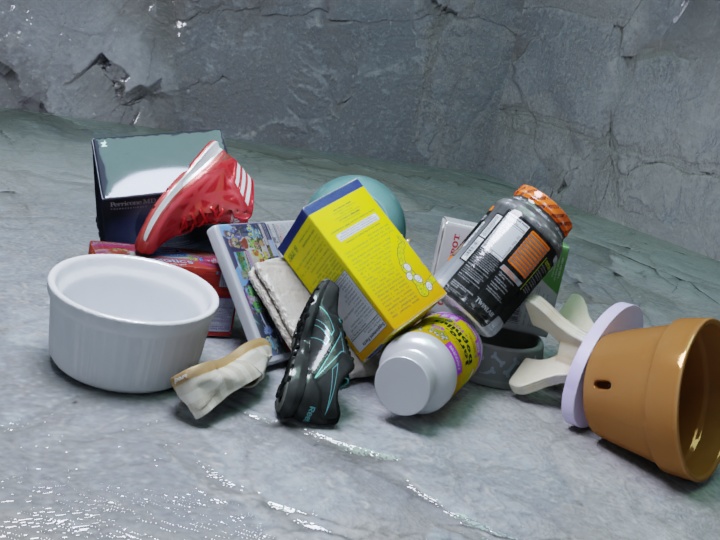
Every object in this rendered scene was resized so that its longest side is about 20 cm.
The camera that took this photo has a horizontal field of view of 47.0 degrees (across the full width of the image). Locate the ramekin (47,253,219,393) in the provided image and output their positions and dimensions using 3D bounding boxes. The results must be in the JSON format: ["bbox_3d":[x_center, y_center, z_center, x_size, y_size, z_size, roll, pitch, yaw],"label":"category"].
[{"bbox_3d":[-0.276,0.062,0.991,0.198,0.099,0.201,14,19,-5],"label":"ramekin"}]

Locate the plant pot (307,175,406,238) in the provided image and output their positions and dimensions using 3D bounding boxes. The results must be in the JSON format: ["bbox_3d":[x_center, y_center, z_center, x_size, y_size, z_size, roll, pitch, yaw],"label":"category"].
[{"bbox_3d":[-0.012,-0.076,1.491,0.198,0.204,0.161,12,3,-1],"label":"plant pot"}]

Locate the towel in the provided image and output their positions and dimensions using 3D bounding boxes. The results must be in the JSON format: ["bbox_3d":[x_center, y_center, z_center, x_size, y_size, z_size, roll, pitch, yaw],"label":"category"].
[{"bbox_3d":[-0.064,0.067,1.126,0.132,0.034,0.201,-8,60,-51],"label":"towel"}]

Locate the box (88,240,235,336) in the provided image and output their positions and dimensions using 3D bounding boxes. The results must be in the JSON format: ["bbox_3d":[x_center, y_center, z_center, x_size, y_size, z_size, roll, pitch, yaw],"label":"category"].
[{"bbox_3d":[-0.275,0.026,1.146,0.197,0.101,0.095,4,16,-28],"label":"box"}]

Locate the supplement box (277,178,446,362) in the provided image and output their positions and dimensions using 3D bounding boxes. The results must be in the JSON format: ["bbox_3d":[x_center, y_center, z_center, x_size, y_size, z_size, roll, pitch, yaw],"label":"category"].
[{"bbox_3d":[0.000,0.000,1.113,0.109,0.109,0.201,-31,79,-36],"label":"supplement box"}]

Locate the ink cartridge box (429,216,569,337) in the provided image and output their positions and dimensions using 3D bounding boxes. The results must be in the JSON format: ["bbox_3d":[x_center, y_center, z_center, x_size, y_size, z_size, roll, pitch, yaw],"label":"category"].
[{"bbox_3d":[0.208,0.007,1.298,0.197,0.148,0.084,13,11,-1],"label":"ink cartridge box"}]

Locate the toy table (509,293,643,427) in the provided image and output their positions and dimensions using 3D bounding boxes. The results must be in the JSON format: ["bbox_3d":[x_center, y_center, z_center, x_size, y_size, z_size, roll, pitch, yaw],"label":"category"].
[{"bbox_3d":[0.304,0.117,1.176,0.116,0.186,0.199,16,43,43],"label":"toy table"}]

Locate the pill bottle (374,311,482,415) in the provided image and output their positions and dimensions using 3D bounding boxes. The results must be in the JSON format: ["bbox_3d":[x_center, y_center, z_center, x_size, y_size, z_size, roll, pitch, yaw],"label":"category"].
[{"bbox_3d":[0.088,0.123,1.080,0.103,0.106,0.200,17,16,19],"label":"pill bottle"}]

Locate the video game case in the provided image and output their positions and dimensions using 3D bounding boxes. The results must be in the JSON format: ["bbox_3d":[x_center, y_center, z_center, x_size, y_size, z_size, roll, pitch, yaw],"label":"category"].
[{"bbox_3d":[-0.115,0.026,1.168,0.023,0.202,0.181,-28,-12,34],"label":"video game case"}]

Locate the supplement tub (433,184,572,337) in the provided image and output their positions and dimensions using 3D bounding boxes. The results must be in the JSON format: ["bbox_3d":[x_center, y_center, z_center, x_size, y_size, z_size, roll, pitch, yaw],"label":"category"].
[{"bbox_3d":[0.203,-0.015,1.182,0.122,0.200,0.123,41,-4,4],"label":"supplement tub"}]

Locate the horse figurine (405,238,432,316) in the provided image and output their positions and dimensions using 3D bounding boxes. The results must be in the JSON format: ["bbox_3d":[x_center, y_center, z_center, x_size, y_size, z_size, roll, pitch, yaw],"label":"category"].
[{"bbox_3d":[0.071,0.009,1.386,0.049,0.135,0.200,-8,-9,16],"label":"horse figurine"}]

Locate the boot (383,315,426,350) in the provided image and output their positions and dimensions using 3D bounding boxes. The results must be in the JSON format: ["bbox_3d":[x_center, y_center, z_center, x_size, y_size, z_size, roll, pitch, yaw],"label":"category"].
[{"bbox_3d":[0.011,0.079,1.277,0.142,0.072,0.201,12,8,18],"label":"boot"}]

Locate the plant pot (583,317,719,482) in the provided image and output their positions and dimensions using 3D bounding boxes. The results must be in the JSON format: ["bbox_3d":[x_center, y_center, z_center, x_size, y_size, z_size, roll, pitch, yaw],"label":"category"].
[{"bbox_3d":[0.381,0.157,1.068,0.139,0.203,0.199,3,4,43],"label":"plant pot"}]

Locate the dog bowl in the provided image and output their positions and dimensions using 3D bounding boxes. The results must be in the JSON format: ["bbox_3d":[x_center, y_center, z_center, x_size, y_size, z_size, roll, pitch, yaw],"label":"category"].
[{"bbox_3d":[0.194,0.116,1.289,0.197,0.060,0.200,11,14,-3],"label":"dog bowl"}]

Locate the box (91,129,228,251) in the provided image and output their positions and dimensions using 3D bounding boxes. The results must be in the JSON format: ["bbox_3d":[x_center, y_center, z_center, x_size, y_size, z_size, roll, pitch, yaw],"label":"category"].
[{"bbox_3d":[-0.307,-0.102,1.286,0.197,0.199,0.124,-8,57,-20],"label":"box"}]

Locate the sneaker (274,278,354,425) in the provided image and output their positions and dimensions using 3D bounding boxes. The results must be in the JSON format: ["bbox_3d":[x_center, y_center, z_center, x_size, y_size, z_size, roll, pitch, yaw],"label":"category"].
[{"bbox_3d":[-0.047,0.101,1.015,0.078,0.076,0.202,21,52,-10],"label":"sneaker"}]

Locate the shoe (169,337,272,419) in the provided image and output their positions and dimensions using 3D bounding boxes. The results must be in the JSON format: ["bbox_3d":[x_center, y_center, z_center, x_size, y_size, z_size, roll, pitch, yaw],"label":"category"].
[{"bbox_3d":[-0.155,0.127,0.979,0.054,0.070,0.200,59,20,6],"label":"shoe"}]

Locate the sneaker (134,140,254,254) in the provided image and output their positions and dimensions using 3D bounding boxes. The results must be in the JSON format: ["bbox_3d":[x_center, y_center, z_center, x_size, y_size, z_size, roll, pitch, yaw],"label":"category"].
[{"bbox_3d":[-0.215,-0.080,1.147,0.115,0.201,0.078,37,-26,-9],"label":"sneaker"}]
